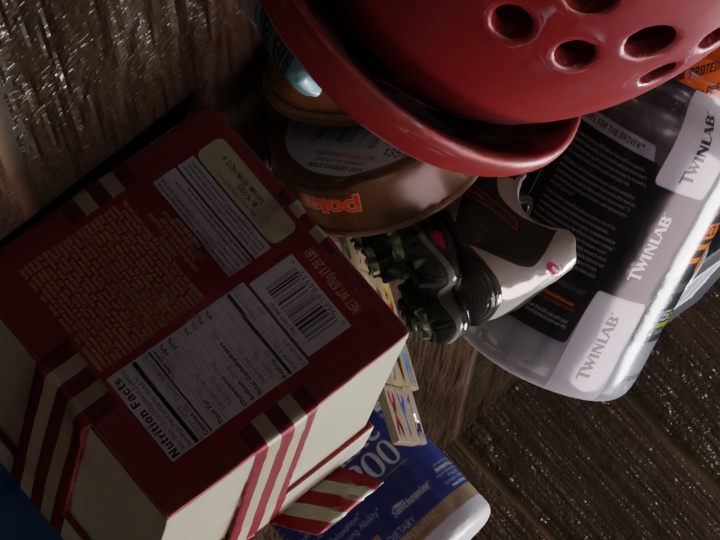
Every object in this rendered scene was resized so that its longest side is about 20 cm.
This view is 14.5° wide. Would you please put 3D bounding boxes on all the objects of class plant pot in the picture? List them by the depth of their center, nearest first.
[{"bbox_3d":[0.068,-0.150,1.144,0.182,0.201,0.200,-44,172,34],"label":"plant pot"}]

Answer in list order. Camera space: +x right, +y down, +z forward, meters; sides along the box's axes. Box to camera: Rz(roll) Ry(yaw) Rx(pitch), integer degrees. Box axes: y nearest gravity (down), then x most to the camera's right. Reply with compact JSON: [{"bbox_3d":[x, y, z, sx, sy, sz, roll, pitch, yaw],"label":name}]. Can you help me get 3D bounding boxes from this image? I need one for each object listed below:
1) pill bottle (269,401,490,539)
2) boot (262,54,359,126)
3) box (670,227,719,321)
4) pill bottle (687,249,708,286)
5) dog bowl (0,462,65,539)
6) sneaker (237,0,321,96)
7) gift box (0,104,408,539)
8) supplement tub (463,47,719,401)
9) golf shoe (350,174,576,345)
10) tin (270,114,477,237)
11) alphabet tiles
[{"bbox_3d":[-0.022,0.117,1.785,0.111,0.200,0.111,-42,171,-8],"label":"pill bottle"},{"bbox_3d":[0.029,-0.151,1.369,0.199,0.074,0.155,-20,151,6],"label":"boot"},{"bbox_3d":[0.154,-0.054,1.925,0.200,0.197,0.124,-31,164,-51],"label":"box"},{"bbox_3d":[0.104,-0.053,1.647,0.111,0.200,0.111,-47,-171,10],"label":"pill bottle"},{"bbox_3d":[-0.227,0.156,1.483,0.199,0.112,0.050,-29,153,-17],"label":"dog bowl"},{"bbox_3d":[0.042,-0.112,1.285,0.199,0.087,0.078,-6,148,-21],"label":"sneaker"},{"bbox_3d":[-0.082,0.051,1.433,0.199,0.185,0.187,-31,165,-22],"label":"gift box"},{"bbox_3d":[0.134,-0.041,1.525,0.201,0.122,0.122,-63,165,18],"label":"supplement tub"},{"bbox_3d":[0.043,-0.029,1.486,0.088,0.200,0.078,-18,124,-11],"label":"golf shoe"},{"bbox_3d":[0.032,-0.093,1.470,0.200,0.112,0.042,-53,140,-37],"label":"tin"},{"bbox_3d":[0.000,0.000,1.564,0.006,0.201,0.166,-17,173,9],"label":"alphabet tiles"}]
